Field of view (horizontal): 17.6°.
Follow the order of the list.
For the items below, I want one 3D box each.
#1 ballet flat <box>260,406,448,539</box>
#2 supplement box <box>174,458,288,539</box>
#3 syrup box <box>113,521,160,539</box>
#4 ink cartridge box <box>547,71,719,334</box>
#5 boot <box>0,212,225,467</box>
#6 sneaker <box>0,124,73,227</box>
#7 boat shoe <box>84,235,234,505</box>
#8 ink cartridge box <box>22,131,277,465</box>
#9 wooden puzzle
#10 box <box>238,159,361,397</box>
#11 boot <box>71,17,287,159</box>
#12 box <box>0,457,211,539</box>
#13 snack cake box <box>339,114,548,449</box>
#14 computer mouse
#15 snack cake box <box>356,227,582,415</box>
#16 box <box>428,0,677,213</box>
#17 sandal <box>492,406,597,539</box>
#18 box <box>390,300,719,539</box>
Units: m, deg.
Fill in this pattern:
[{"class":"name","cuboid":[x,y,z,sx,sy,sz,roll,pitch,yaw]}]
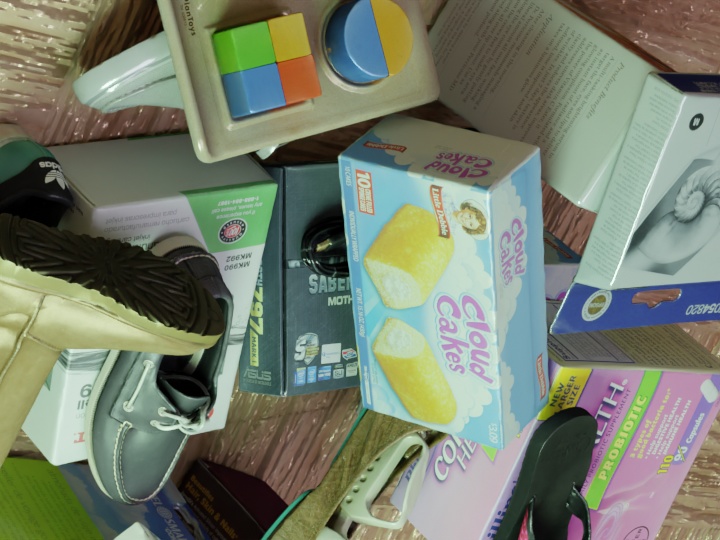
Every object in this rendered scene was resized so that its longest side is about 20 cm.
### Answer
[{"class":"ballet flat","cuboid":[-0.005,0.170,1.644,0.200,0.072,0.068,-51,153,-11]},{"class":"supplement box","cuboid":[-0.121,0.259,1.740,0.085,0.110,0.201,25,102,-48]},{"class":"syrup box","cuboid":[-0.121,0.257,1.578,0.081,0.079,0.200,-38,144,1]},{"class":"ink cartridge box","cuboid":[0.238,-0.038,1.579,0.199,0.041,0.201,-4,123,-41]},{"class":"boot","cuboid":[-0.202,0.065,1.448,0.174,0.066,0.200,22,125,-18]},{"class":"sneaker","cuboid":[-0.250,0.009,1.461,0.071,0.080,0.201,19,106,-47]},{"class":"boat shoe","cuboid":[-0.127,0.078,1.506,0.072,0.063,0.201,-6,124,-37]},{"class":"ink cartridge box","cuboid":[-0.150,0.017,1.553,0.145,0.084,0.201,-10,126,-35]},{"class":"wooden puzzle","cuboid":[-0.038,-0.180,1.466,0.199,0.046,0.187,-18,96,-33]},{"class":"box","cuboid":[0.000,0.000,1.639,0.199,0.051,0.159,-5,96,-46]},{"class":"boot","cuboid":[-0.082,-0.116,1.493,0.199,0.073,0.096,-24,90,-27]},{"class":"box","cuboid":[-0.194,0.187,1.612,0.199,0.122,0.048,11,122,-45]},{"class":"snack cake box","cuboid":[0.058,0.007,1.538,0.067,0.114,0.201,-40,136,-43]},{"class":"computer mouse","cuboid":[0.033,-0.046,1.610,0.200,0.034,0.059,-35,115,-39]},{"class":"snack cake box","cuboid":[0.083,0.054,1.761,0.067,0.115,0.201,0,120,-41]},{"class":"box","cuboid":[0.159,-0.117,1.634,0.152,0.200,0.107,22,104,-49]},{"class":"sandal","cuboid":[0.131,0.181,1.620,0.075,0.045,0.201,-23,142,-31]},{"class":"box","cuboid":[0.150,0.122,1.710,0.199,0.097,0.177,5,117,-42]}]
